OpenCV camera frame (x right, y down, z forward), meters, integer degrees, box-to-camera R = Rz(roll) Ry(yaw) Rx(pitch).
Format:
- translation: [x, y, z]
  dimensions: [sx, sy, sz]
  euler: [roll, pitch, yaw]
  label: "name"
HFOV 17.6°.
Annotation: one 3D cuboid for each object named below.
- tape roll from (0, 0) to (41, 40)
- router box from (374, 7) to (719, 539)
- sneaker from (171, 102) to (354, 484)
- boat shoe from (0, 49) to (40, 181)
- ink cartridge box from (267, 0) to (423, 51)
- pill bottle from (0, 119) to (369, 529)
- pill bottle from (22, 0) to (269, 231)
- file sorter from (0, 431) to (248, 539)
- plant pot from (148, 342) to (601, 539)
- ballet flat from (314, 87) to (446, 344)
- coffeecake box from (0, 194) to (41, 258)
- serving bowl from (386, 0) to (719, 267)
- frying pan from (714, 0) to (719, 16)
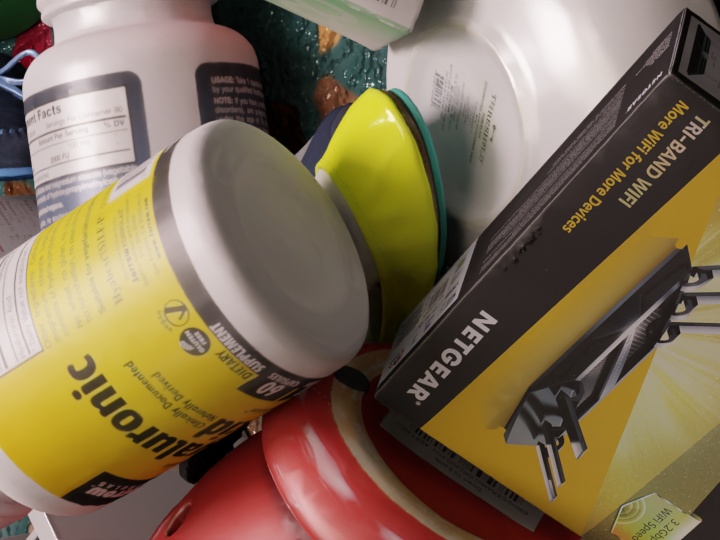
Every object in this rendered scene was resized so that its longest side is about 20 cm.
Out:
- translation: [-0.228, -0.230, 1.316]
  dimensions: [0.200, 0.048, 0.202]
  euler: [4, 96, 46]
  label: "tape roll"
- translation: [0.124, 0.020, 0.901]
  dimensions: [0.157, 0.052, 0.200]
  euler: [34, 127, -9]
  label: "router box"
- translation: [-0.060, -0.005, 1.060]
  dimensions: [0.082, 0.200, 0.070]
  euler: [23, 154, 16]
  label: "sneaker"
- translation: [-0.211, -0.088, 1.249]
  dimensions: [0.200, 0.084, 0.069]
  euler: [-157, 68, -64]
  label: "boat shoe"
- translation: [-0.063, -0.143, 1.013]
  dimensions: [0.200, 0.160, 0.050]
  euler: [167, 126, -77]
  label: "ink cartridge box"
- translation: [-0.104, 0.032, 0.952]
  dimensions: [0.200, 0.111, 0.112]
  euler: [-31, 70, 26]
  label: "pill bottle"
- translation: [-0.103, -0.061, 1.148]
  dimensions: [0.119, 0.119, 0.201]
  euler: [-12, 84, 46]
  label: "pill bottle"
- translation: [-0.107, 0.181, 1.160]
  dimensions: [0.125, 0.138, 0.201]
  euler: [-51, 59, 39]
  label: "file sorter"
- translation: [0.004, 0.146, 0.996]
  dimensions: [0.201, 0.200, 0.183]
  euler: [50, 123, 31]
  label: "plant pot"
- translation: [0.000, 0.000, 1.013]
  dimensions: [0.067, 0.067, 0.200]
  euler: [56, 165, 28]
  label: "ballet flat"
- translation: [-0.219, 0.039, 1.218]
  dimensions: [0.073, 0.199, 0.154]
  euler: [54, 127, 28]
  label: "coffeecake box"
- translation: [0.068, -0.066, 0.975]
  dimensions: [0.200, 0.066, 0.201]
  euler: [27, 123, 52]
  label: "serving bowl"
- translation: [0.139, -0.073, 0.949]
  dimensions: [0.190, 0.031, 0.115]
  euler: [57, 140, 23]
  label: "frying pan"
